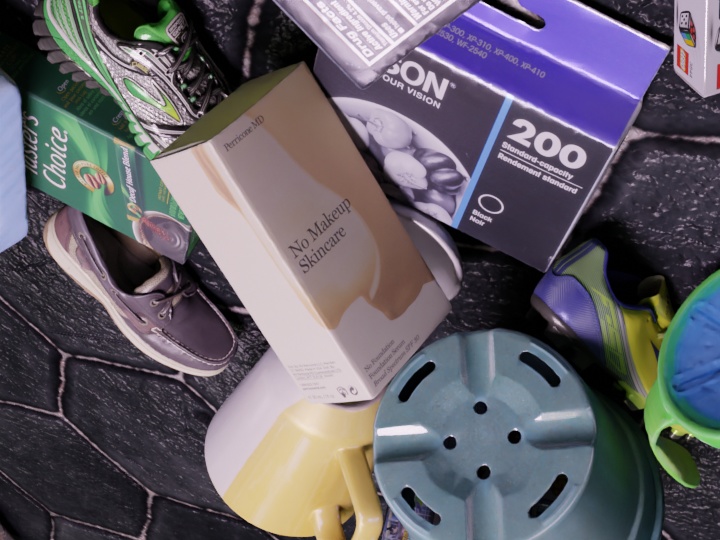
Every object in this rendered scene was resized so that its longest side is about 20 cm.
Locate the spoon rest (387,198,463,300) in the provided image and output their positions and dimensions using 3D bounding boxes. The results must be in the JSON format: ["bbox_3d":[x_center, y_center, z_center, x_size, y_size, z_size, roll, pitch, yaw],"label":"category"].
[{"bbox_3d":[0.000,0.000,0.986,0.099,0.061,0.200,42,151,-18],"label":"spoon rest"}]

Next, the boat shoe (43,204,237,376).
[{"bbox_3d":[-0.181,0.014,1.143,0.200,0.072,0.065,44,148,-11],"label":"boat shoe"}]

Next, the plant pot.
[{"bbox_3d":[0.102,0.140,0.935,0.199,0.201,0.196,13,163,23],"label":"plant pot"}]

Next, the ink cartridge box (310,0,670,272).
[{"bbox_3d":[0.066,-0.106,0.841,0.197,0.044,0.200,27,145,6],"label":"ink cartridge box"}]

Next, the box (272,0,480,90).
[{"bbox_3d":[0.013,-0.230,0.628,0.200,0.124,0.198,44,131,-19],"label":"box"}]

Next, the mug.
[{"bbox_3d":[-0.027,0.133,1.121,0.186,0.149,0.154,40,138,11],"label":"mug"}]

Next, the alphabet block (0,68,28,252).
[{"bbox_3d":[-0.385,-0.097,0.996,0.200,0.195,0.197,43,147,18],"label":"alphabet block"}]

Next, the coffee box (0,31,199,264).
[{"bbox_3d":[-0.210,-0.092,1.051,0.199,0.044,0.123,29,146,2],"label":"coffee box"}]

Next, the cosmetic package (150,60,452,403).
[{"bbox_3d":[-0.035,-0.022,0.878,0.071,0.105,0.201,-10,119,49],"label":"cosmetic package"}]

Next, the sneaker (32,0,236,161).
[{"bbox_3d":[-0.132,-0.131,0.918,0.200,0.078,0.085,39,144,-13],"label":"sneaker"}]

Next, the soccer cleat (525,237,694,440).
[{"bbox_3d":[0.198,0.050,0.925,0.200,0.084,0.065,36,-173,-33],"label":"soccer cleat"}]

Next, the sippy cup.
[{"bbox_3d":[0.280,0.076,0.850,0.130,0.140,0.177,38,155,-32],"label":"sippy cup"}]

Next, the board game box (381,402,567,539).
[{"bbox_3d":[0.121,0.194,1.082,0.198,0.201,0.062,10,144,3],"label":"board game box"}]

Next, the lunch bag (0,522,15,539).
[{"bbox_3d":[-0.585,0.344,1.809,0.199,0.118,0.165,16,144,28],"label":"lunch bag"}]

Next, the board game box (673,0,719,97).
[{"bbox_3d":[0.197,-0.182,0.568,0.125,0.035,0.201,-16,127,-9],"label":"board game box"}]
